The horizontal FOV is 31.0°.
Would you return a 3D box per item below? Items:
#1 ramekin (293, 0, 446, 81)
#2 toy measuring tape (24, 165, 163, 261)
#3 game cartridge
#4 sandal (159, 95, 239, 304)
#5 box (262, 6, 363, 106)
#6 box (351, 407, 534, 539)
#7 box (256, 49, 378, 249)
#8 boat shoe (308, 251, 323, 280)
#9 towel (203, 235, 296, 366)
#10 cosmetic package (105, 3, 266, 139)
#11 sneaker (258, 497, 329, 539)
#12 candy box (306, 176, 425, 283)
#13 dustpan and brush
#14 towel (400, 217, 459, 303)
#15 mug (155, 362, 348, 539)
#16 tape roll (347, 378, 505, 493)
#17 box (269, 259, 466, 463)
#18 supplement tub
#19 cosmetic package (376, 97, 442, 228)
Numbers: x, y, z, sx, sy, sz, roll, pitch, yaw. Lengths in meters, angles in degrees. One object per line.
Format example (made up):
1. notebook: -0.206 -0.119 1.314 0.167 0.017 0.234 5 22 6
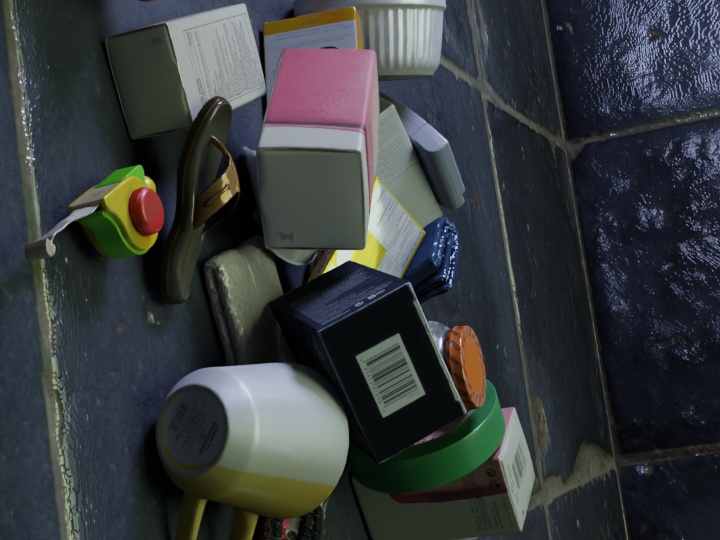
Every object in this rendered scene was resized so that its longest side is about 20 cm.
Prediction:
1. ramekin: 0.014 -0.301 1.683 0.200 0.198 0.106 -17 105 -70
2. toy measuring tape: -0.217 -0.030 1.100 0.200 0.073 0.074 -58 134 -62
3. game cartridge: 0.059 -0.175 1.782 0.200 0.041 0.134 38 -14 42
4. sandal: -0.145 -0.063 1.234 0.082 0.054 0.202 34 69 -80
5. box: -0.053 -0.209 1.552 0.041 0.118 0.202 46 39 -70
6. box: 0.107 0.261 1.638 0.128 0.198 0.110 -59 134 -61
7. box: -0.041 -0.132 1.384 0.201 0.108 0.129 -83 173 -50
8. boat shoe: -0.037 0.021 1.587 0.203 0.074 0.075 -65 175 -67
9. towel: -0.110 0.071 1.387 0.132 0.034 0.202 -34 112 -69
10. cosmetic package: -0.170 -0.203 1.303 0.200 0.070 0.106 -41 120 -67
11. sneaker: -0.071 0.236 1.362 0.201 0.080 0.075 -71 -177 -46
12. candy box: 0.000 0.000 1.486 0.102 0.026 0.201 49 56 -31
13. dustpan and brush: -0.064 -0.049 1.497 0.199 0.057 0.140 20 41 -40
14. towel: 0.041 0.021 1.591 0.048 0.200 0.112 39 38 -19
15. mug: -0.107 0.171 1.202 0.153 0.148 0.188 19 56 -58
16. tape roll: 0.076 0.195 1.588 0.201 0.199 0.049 -62 138 -59
17. box: 0.003 0.087 1.329 0.149 0.106 0.200 66 -14 -14
18. supplement tub: 0.040 0.128 1.524 0.122 0.198 0.124 -10 90 -70
19. cosmetic package: 0.027 -0.143 1.741 0.101 0.071 0.201 38 -19 47
